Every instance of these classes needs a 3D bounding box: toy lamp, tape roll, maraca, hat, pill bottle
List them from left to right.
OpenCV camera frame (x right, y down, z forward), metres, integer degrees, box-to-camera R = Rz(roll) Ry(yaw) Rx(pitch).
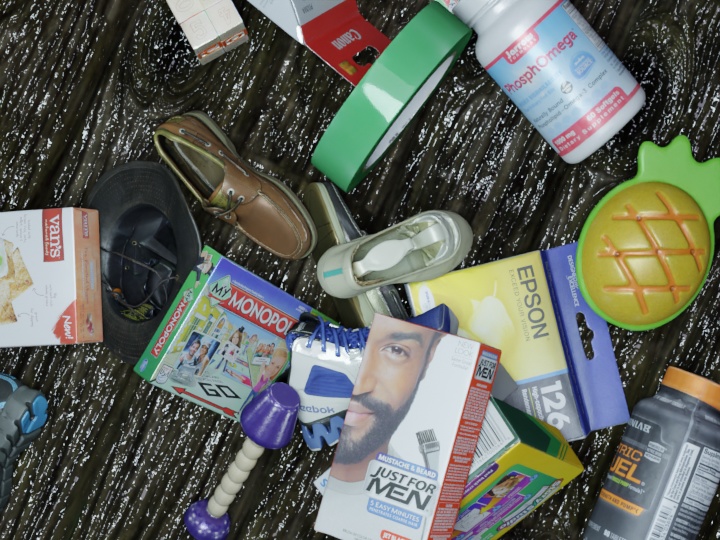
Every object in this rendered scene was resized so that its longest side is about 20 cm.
[{"bbox_3d":[-0.202,-0.008,1.325,0.199,0.080,0.204,0,90,40],"label":"hat"},{"bbox_3d":[-0.116,0.189,1.294,0.058,0.058,0.201,35,122,2],"label":"toy lamp"},{"bbox_3d":[0.030,-0.169,1.281,0.048,0.200,0.201,38,89,1],"label":"tape roll"},{"bbox_3d":[0.187,-0.215,1.317,0.109,0.109,0.200,-42,94,-1],"label":"pill bottle"},{"bbox_3d":[0.298,-0.037,1.320,0.136,0.107,0.202,30,89,-6],"label":"maraca"},{"bbox_3d":[0.307,0.201,1.314,0.105,0.106,0.202,22,88,1],"label":"pill bottle"}]

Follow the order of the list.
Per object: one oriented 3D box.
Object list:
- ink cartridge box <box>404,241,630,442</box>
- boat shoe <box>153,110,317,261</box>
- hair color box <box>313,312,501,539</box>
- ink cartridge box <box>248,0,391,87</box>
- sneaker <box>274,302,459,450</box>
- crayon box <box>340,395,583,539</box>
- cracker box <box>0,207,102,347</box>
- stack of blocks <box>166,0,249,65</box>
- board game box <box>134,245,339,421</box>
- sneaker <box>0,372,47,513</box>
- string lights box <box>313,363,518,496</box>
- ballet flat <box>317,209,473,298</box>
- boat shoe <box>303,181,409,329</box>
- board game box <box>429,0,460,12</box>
[{"bbox_3d":[0.164,0.086,1.350,0.197,0.047,0.200,-14,88,2],"label":"ink cartridge box"},{"bbox_3d":[-0.133,-0.077,1.335,0.200,0.068,0.072,41,119,8],"label":"boat shoe"},{"bbox_3d":[0.043,0.151,1.166,0.110,0.064,0.203,14,85,27],"label":"hair color box"},{"bbox_3d":[-0.043,-0.278,1.307,0.199,0.161,0.050,38,120,3],"label":"ink cartridge box"},{"bbox_3d":[-0.010,0.083,1.259,0.198,0.081,0.115,-35,108,22],"label":"sneaker"},{"bbox_3d":[0.099,0.218,1.260,0.200,0.172,0.059,-41,59,13],"label":"crayon box"},{"bbox_3d":[-0.362,0.010,1.325,0.197,0.058,0.136,-4,88,17],"label":"cracker box"},{"bbox_3d":[-0.186,-0.315,1.330,0.058,0.115,0.202,-29,89,0],"label":"stack of blocks"},{"bbox_3d":[-0.116,0.074,1.283,0.029,0.199,0.136,30,88,40],"label":"board game box"},{"bbox_3d":[-0.400,0.201,1.347,0.081,0.073,0.202,27,83,18],"label":"sneaker"},{"bbox_3d":[0.055,0.161,1.287,0.200,0.103,0.059,-42,81,17],"label":"string lights box"},{"bbox_3d":[0.049,-0.021,1.298,0.198,0.069,0.070,-22,88,-33],"label":"ballet flat"},{"bbox_3d":[0.001,0.000,1.346,0.065,0.072,0.203,-18,80,-25],"label":"boat shoe"},{"bbox_3d":[0.094,-0.374,1.372,0.134,0.029,0.201,-33,88,1],"label":"board game box"}]
